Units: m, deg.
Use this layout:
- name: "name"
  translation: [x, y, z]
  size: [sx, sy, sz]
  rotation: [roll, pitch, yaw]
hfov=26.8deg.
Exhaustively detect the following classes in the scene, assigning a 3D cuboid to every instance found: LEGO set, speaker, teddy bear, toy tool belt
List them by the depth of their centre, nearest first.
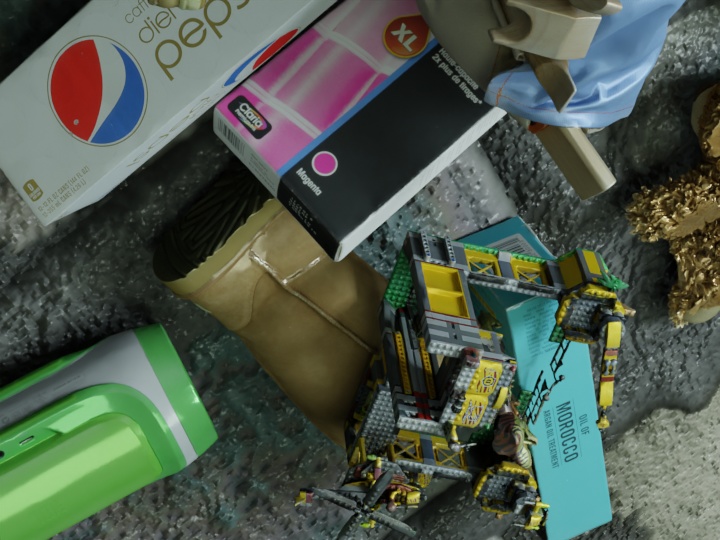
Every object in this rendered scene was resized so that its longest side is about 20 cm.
- name: "toy tool belt"
  translation: [0.104, -0.130, 0.646]
  size: [0.124, 0.124, 0.201]
  rotation: [-14, 150, -21]
- name: "LEGO set"
  translation: [0.065, 0.080, 0.824]
  size: [0.153, 0.116, 0.201]
  rotation: [19, 121, -18]
- name: "speaker"
  translation: [-0.182, 0.107, 0.828]
  size: [0.199, 0.089, 0.089]
  rotation: [-28, 128, -8]
- name: "teddy bear"
  translation: [0.237, -0.048, 0.962]
  size: [0.144, 0.067, 0.200]
  rotation: [-28, 134, 3]

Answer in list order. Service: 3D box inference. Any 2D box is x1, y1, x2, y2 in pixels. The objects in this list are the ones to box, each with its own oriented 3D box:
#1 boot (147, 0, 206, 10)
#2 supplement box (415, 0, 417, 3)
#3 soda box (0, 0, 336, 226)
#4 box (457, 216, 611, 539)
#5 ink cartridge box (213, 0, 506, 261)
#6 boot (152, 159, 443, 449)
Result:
- name: "boot"
  translation: [-0.146, -0.187, 0.613]
  size: [0.153, 0.202, 0.072]
  rotation: [-10, 161, -18]
- name: "supplement box"
  translation: [0.039, -0.213, 0.665]
  size: [0.125, 0.074, 0.200]
  rotation: [-30, 152, 8]
- name: "soda box"
  translation: [-0.088, -0.108, 0.707]
  size: [0.199, 0.064, 0.068]
  rotation: [-37, 92, 20]
- name: "box"
  translation: [0.109, 0.072, 0.953]
  size: [0.049, 0.082, 0.201]
  rotation: [-21, 126, -11]
- name: "ink cartridge box"
  translation: [0.028, -0.104, 0.771]
  size: [0.200, 0.095, 0.037]
  rotation: [-41, 171, -18]
- name: "boot"
  translation: [0.000, 0.000, 0.871]
  size: [0.175, 0.066, 0.200]
  rotation: [-39, 130, 10]
